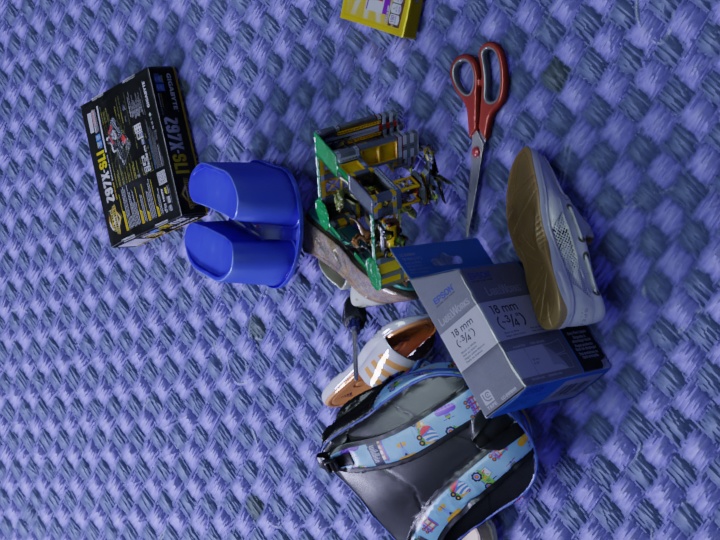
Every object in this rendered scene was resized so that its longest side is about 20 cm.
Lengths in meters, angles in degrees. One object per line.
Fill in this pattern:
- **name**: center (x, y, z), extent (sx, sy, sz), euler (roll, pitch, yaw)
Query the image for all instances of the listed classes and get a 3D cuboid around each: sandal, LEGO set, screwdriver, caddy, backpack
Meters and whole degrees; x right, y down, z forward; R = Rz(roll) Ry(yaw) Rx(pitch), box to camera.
- **sandal**: center (0.031, 0.114, 1.566), extent (0.207, 0.079, 0.059), euler (-48, 58, 45)
- **LEGO set**: center (0.035, -0.081, 1.521), extent (0.200, 0.116, 0.154), euler (-137, 34, -55)
- **screwdriver**: center (-0.003, 0.071, 1.541), extent (0.028, 0.200, 0.029), euler (42, 101, -16)
- **caddy**: center (-0.128, -0.056, 1.669), extent (0.200, 0.105, 0.142), euler (26, 113, 61)
- **backpack**: center (0.085, 0.174, 1.457), extent (0.200, 0.135, 0.183), euler (-39, 97, 29)

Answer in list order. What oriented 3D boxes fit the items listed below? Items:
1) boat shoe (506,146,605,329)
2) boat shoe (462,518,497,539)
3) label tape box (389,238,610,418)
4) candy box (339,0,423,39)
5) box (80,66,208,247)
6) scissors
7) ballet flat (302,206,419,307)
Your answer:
- **boat shoe**: center (0.194, -0.031, 1.405), extent (0.071, 0.069, 0.200), euler (121, 145, -55)
- **boat shoe**: center (0.079, 0.335, 1.550), extent (0.072, 0.065, 0.200), euler (51, 126, 26)
- **label tape box**: center (0.138, 0.037, 1.407), extent (0.063, 0.144, 0.200), euler (-45, 65, 37)
- **candy box**: center (0.037, -0.359, 1.540), extent (0.102, 0.026, 0.200), euler (26, 112, 42)
- **box**: center (-0.282, -0.145, 1.848), extent (0.160, 0.049, 0.200), euler (-21, 81, 45)
- **scissors**: center (0.127, -0.135, 1.487), extent (0.073, 0.014, 0.200), euler (-3, 91, 41)
- **ballet flat**: center (0.000, 0.000, 1.593), extent (0.200, 0.068, 0.067), euler (42, 126, 44)
